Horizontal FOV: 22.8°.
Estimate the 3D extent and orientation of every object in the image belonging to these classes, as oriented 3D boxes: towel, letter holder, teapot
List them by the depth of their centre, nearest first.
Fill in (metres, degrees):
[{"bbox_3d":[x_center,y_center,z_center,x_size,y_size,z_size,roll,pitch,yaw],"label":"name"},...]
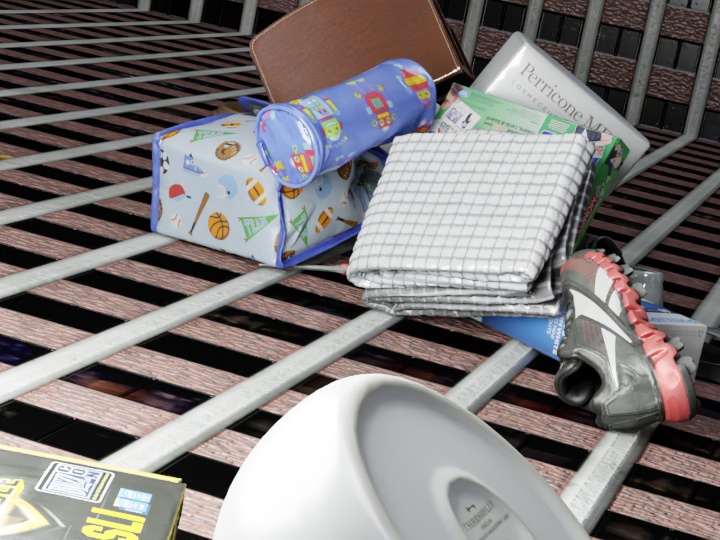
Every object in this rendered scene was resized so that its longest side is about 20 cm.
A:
[{"bbox_3d":[0.008,0.149,0.733,0.200,0.146,0.198,28,27,-36],"label":"teapot"},{"bbox_3d":[0.103,-0.041,1.556,0.199,0.166,0.086,1,-37,31],"label":"towel"},{"bbox_3d":[0.001,-0.222,1.887,0.199,0.143,0.101,-25,-9,11],"label":"letter holder"}]

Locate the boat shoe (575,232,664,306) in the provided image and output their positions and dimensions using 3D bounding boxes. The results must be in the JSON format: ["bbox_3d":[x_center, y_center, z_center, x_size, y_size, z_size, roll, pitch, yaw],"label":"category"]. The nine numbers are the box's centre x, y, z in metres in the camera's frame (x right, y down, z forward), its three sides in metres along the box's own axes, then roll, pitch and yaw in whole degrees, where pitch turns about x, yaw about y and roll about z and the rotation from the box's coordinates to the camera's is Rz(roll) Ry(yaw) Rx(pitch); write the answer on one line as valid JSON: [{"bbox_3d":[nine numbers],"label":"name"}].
[{"bbox_3d":[0.242,0.000,1.789,0.070,0.072,0.201,5,13,-28],"label":"boat shoe"}]

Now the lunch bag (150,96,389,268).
[{"bbox_3d":[-0.079,-0.094,1.733,0.170,0.124,0.200,19,24,32],"label":"lunch bag"}]

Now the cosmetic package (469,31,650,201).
[{"bbox_3d":[0.161,-0.112,1.806,0.165,0.200,0.165,38,11,-6],"label":"cosmetic package"}]

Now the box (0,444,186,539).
[{"bbox_3d":[-0.172,0.136,0.835,0.159,0.050,0.200,13,12,-2],"label":"box"}]

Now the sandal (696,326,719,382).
[{"bbox_3d":[0.352,0.082,1.585,0.199,0.043,0.076,19,14,30],"label":"sandal"}]

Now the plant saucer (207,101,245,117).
[{"bbox_3d":[-0.117,-0.208,2.524,0.199,0.030,0.200,10,12,-2],"label":"plant saucer"}]

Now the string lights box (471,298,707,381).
[{"bbox_3d":[0.195,0.044,1.571,0.102,0.059,0.200,3,15,-38],"label":"string lights box"}]

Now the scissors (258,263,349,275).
[{"bbox_3d":[0.000,0.000,1.702,0.199,0.014,0.073,1,15,-43],"label":"scissors"}]

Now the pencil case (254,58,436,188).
[{"bbox_3d":[-0.013,-0.135,1.625,0.087,0.078,0.200,-20,5,42],"label":"pencil case"}]

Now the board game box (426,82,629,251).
[{"bbox_3d":[0.133,-0.087,1.645,0.200,0.135,0.029,24,-8,39],"label":"board game box"}]

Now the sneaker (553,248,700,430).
[{"bbox_3d":[0.187,0.055,1.404,0.098,0.071,0.201,-20,39,-5],"label":"sneaker"}]

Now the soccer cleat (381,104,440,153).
[{"bbox_3d":[0.009,-0.106,1.833,0.069,0.200,0.078,25,43,-45],"label":"soccer cleat"}]
